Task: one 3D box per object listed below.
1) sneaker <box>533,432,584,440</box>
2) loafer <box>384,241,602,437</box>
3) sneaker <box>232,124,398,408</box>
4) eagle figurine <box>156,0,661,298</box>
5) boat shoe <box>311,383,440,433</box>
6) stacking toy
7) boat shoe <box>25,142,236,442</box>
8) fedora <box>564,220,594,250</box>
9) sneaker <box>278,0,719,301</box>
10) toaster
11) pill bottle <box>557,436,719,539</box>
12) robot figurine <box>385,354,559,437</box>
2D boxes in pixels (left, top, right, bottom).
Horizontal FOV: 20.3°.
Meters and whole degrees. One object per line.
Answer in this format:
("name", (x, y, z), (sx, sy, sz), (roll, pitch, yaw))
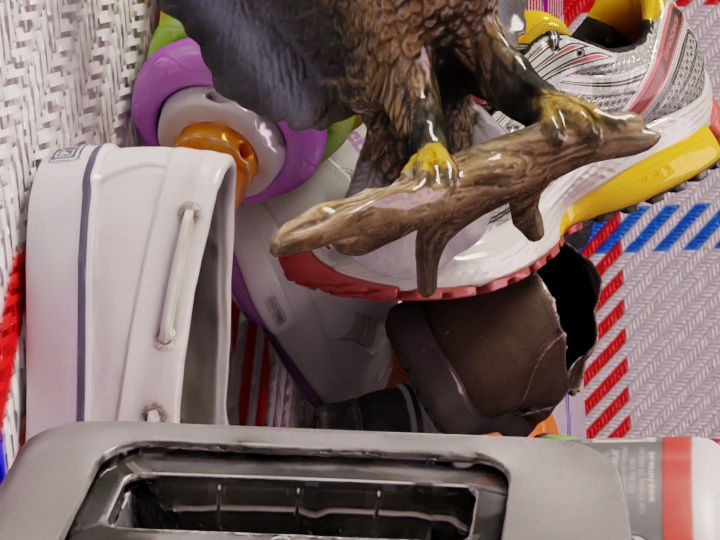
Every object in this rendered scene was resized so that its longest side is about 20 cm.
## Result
("sneaker", (0.051, 0.154, 0.865), (0.084, 0.076, 0.201), (-60, 174, -51))
("loafer", (0.071, 0.026, 0.809), (0.073, 0.071, 0.200), (62, 14, 2))
("sneaker", (0.000, 0.000, 0.826), (0.075, 0.099, 0.200), (57, -1, 21))
("eagle figurine", (0.009, -0.105, 0.622), (0.151, 0.151, 0.201), (14, 45, -59))
("boat shoe", (-0.010, 0.116, 0.862), (0.072, 0.070, 0.201), (-100, -162, -45))
("stacking toy", (-0.037, -0.065, 0.703), (0.116, 0.109, 0.201), (59, 37, -37))
("boat shoe", (-0.059, 0.063, 0.598), (0.072, 0.065, 0.202), (31, 57, -78))
("fedora", (0.020, -0.078, 0.898), (0.201, 0.091, 0.201), (47, 22, -26))
("sneaker", (0.047, -0.048, 0.734), (0.199, 0.078, 0.083), (-29, 111, -33))
("toaster", (-0.018, 0.130, 0.444), (0.181, 0.198, 0.120), (-71, 161, -62))
("pill bottle", (0.037, 0.121, 0.737), (0.116, 0.198, 0.117), (-3, 90, -80))
("robot figurine", (0.040, 0.087, 1.008), (0.117, 0.144, 0.200), (50, 1, 15))
